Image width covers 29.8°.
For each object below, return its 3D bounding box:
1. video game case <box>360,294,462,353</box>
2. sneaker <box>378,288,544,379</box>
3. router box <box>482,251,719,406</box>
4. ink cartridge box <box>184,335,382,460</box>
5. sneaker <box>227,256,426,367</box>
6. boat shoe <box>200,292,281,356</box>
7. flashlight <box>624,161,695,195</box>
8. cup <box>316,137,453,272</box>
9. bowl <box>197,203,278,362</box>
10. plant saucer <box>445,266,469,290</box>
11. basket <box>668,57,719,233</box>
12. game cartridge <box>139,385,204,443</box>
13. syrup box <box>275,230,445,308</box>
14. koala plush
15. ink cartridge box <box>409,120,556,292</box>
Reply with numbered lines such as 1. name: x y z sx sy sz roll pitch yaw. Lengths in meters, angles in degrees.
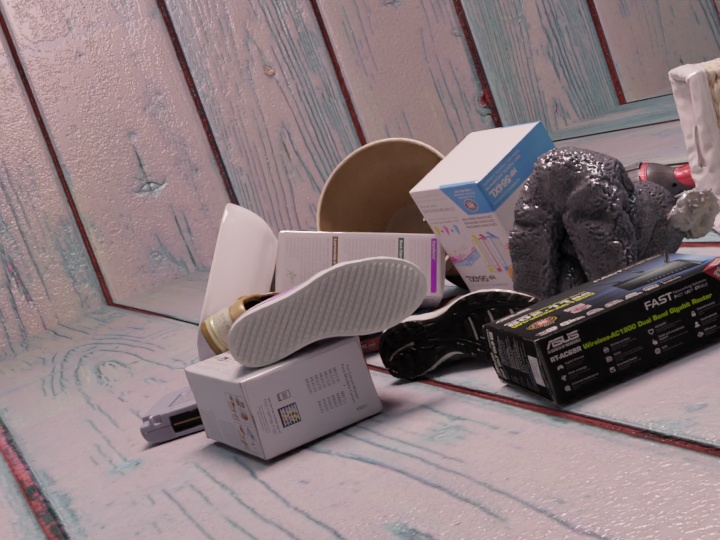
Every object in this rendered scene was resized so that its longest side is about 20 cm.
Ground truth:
1. video game case: 0.017 0.078 1.698 0.200 0.017 0.143 -16 8 32
2. sneaker: 0.114 0.057 1.389 0.200 0.074 0.079 -15 4 37
3. router box: 0.225 0.046 1.199 0.200 0.062 0.150 -21 6 -10
4. ink cartridge box: -0.064 0.114 1.387 0.175 0.084 0.200 -21 8 -21
5. sneaker: -0.031 0.031 1.331 0.200 0.073 0.114 -17 5 6
6. boat shoe: -0.100 0.060 1.539 0.066 0.074 0.200 -38 -11 23
7. flashlight: 0.471 -0.140 1.909 0.200 0.068 0.068 -15 19 32
8. cup: 0.059 -0.057 1.773 0.200 0.201 0.143 -18 -17 14
9. bowl: -0.145 0.039 1.693 0.074 0.200 0.200 10 -25 1
10. plant saucer: 0.205 -0.014 1.804 0.200 0.037 0.200 -20 7 3
11. basket: 0.462 -0.157 1.568 0.160 0.199 0.200 -15 7 7
12. game cartridge: -0.149 0.145 1.587 0.200 0.041 0.133 -18 11 10
13. syrup box: 0.000 0.000 1.628 0.199 0.082 0.079 2 -10 0
14. koala plush: 0.270 -0.044 1.407 0.200 0.184 0.177 -10 -1 -43
15. ink cartridge box: 0.180 -0.052 1.578 0.125 0.200 0.128 -44 22 -28
